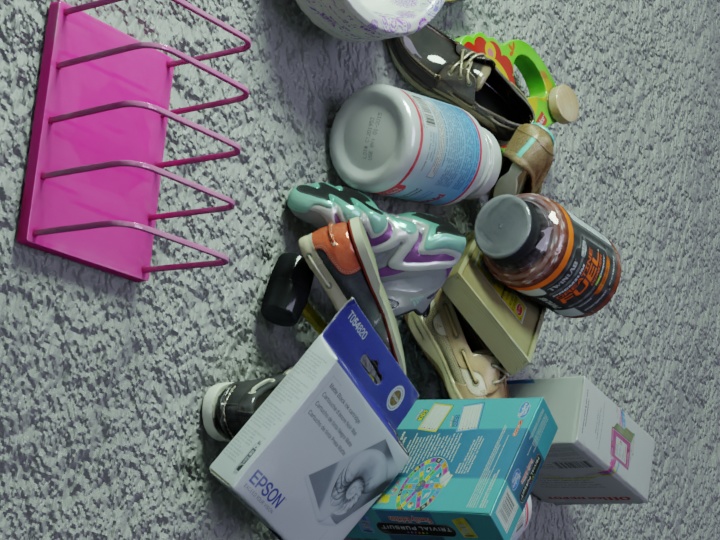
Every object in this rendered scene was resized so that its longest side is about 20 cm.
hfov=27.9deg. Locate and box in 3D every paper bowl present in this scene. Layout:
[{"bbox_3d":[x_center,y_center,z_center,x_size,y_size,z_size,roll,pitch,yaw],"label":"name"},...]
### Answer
[{"bbox_3d":[-0.004,-0.328,1.438,0.199,0.104,0.204,3,86,-45],"label":"paper bowl"}]

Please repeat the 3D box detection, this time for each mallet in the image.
[{"bbox_3d":[-0.037,0.071,1.423,0.201,0.041,0.066,58,42,-38],"label":"mallet"}]

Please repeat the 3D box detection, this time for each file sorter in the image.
[{"bbox_3d":[-0.173,-0.108,1.172,0.138,0.124,0.203,21,69,-51],"label":"file sorter"}]

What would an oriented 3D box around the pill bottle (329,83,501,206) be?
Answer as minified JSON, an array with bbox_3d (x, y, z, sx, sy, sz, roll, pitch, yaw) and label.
[{"bbox_3d":[0.065,-0.126,1.521,0.199,0.108,0.110,8,80,-54],"label":"pill bottle"}]

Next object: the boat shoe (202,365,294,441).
[{"bbox_3d":[-0.062,0.125,1.356,0.199,0.060,0.075,5,83,-54],"label":"boat shoe"}]

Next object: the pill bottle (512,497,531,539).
[{"bbox_3d":[0.088,0.277,1.497,0.200,0.108,0.110,-33,113,-51],"label":"pill bottle"}]

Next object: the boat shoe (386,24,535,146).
[{"bbox_3d":[0.118,-0.217,1.595,0.199,0.073,0.075,34,67,-23],"label":"boat shoe"}]

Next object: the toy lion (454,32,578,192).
[{"bbox_3d":[0.164,-0.204,1.718,0.193,0.068,0.201,55,46,-25],"label":"toy lion"}]

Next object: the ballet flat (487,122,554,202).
[{"bbox_3d":[0.171,-0.082,1.636,0.072,0.068,0.201,-45,163,-29],"label":"ballet flat"}]

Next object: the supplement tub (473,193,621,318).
[{"bbox_3d":[0.202,-0.020,1.595,0.199,0.106,0.108,25,67,-52],"label":"supplement tub"}]

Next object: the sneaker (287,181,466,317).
[{"bbox_3d":[0.000,0.000,1.451,0.198,0.078,0.141,17,106,-23],"label":"sneaker"}]

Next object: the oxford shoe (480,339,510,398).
[{"bbox_3d":[0.119,0.113,1.611,0.071,0.071,0.203,19,60,-48],"label":"oxford shoe"}]

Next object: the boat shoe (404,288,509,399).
[{"bbox_3d":[0.124,0.108,1.539,0.201,0.064,0.071,56,17,9],"label":"boat shoe"}]

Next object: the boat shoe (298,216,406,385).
[{"bbox_3d":[-0.002,0.039,1.396,0.071,0.062,0.202,-104,175,-56],"label":"boat shoe"}]

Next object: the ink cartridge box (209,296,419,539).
[{"bbox_3d":[-0.024,0.155,1.326,0.201,0.040,0.200,-51,143,-12],"label":"ink cartridge box"}]

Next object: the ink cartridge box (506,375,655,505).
[{"bbox_3d":[0.239,0.203,1.697,0.200,0.143,0.086,41,54,-44],"label":"ink cartridge box"}]

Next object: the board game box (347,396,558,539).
[{"bbox_3d":[0.078,0.195,1.425,0.047,0.198,0.152,60,43,-30],"label":"board game box"}]

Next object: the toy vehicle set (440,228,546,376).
[{"bbox_3d":[0.150,0.027,1.597,0.125,0.026,0.200,51,20,-5],"label":"toy vehicle set"}]
